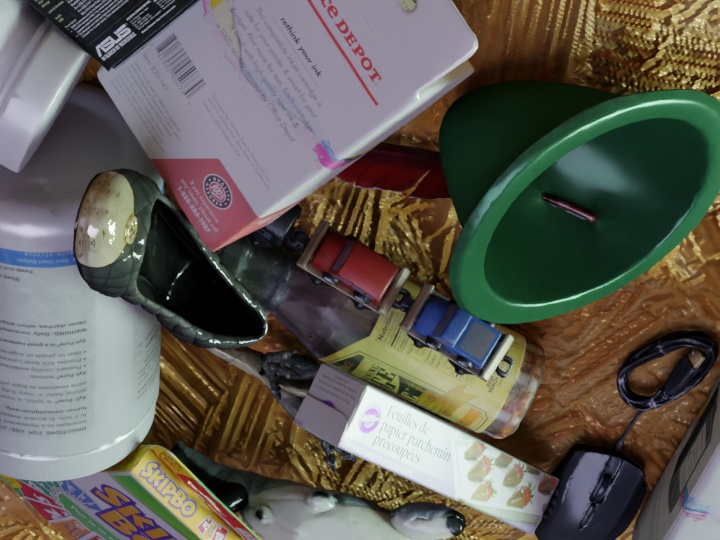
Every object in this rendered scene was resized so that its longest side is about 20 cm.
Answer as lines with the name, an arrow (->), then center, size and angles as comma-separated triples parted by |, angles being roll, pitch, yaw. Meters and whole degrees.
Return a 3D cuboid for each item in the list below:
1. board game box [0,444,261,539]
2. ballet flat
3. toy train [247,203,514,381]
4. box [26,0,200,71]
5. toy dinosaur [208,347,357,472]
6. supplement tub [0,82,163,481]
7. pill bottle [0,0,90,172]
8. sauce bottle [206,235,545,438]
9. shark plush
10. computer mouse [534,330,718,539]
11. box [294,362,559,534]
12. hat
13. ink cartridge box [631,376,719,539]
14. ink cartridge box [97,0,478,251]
board game box -> -0.141, 0.145, 1.529 | 0.096, 0.030, 0.200 | 46, 151, -21
ballet flat -> -0.099, -0.006, 1.313 | 0.057, 0.067, 0.200 | 16, 170, 20
toy train -> 0.000, 0.000, 1.381 | 0.200, 0.034, 0.046 | 32, 165, 0
box -> -0.110, -0.221, 1.227 | 0.164, 0.086, 0.200 | 40, 127, -22
toy dinosaur -> -0.035, 0.069, 1.463 | 0.200, 0.088, 0.048 | 33, 96, -16
supplement tub -> -0.176, 0.006, 1.409 | 0.132, 0.132, 0.200 | 10, 131, 4
pill bottle -> -0.243, -0.136, 1.297 | 0.200, 0.112, 0.112 | 30, 130, -4
sauce bottle -> 0.007, 0.031, 1.436 | 0.200, 0.066, 0.066 | 25, 131, -7
shark plush -> -0.028, 0.166, 1.543 | 0.200, 0.083, 0.091 | 13, 97, -3
computer mouse -> 0.157, 0.108, 1.489 | 0.059, 0.034, 0.200 | 21, 131, -5
box -> 0.041, 0.105, 1.445 | 0.041, 0.039, 0.200 | 24, 177, 41
hat -> 0.072, -0.085, 1.350 | 0.200, 0.176, 0.166 | -15, 142, -28
ink cartridge box -> 0.257, 0.133, 1.453 | 0.147, 0.086, 0.200 | 20, 130, -4
ink cartridge box -> -0.026, -0.112, 1.284 | 0.200, 0.067, 0.117 | -34, 87, 33
